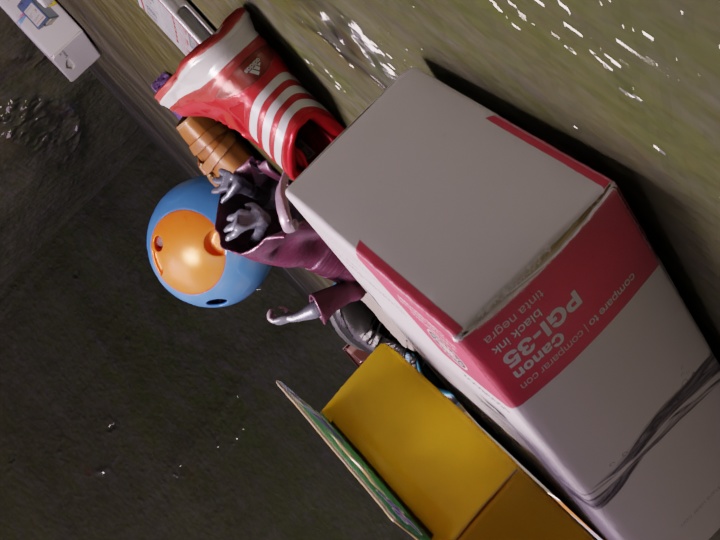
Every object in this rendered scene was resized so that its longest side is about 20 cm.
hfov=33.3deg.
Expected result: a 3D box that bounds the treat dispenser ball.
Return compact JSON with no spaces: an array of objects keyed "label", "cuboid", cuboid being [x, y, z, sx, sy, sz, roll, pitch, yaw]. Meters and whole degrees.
[{"label":"treat dispenser ball","cuboid":[-0.228,-0.045,1.850,0.201,0.201,0.201,46,175,5]}]

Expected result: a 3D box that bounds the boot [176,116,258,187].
[{"label":"boot","cuboid":[-0.145,-0.115,1.371,0.155,0.074,0.200,53,171,-18]}]

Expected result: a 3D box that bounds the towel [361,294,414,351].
[{"label":"towel","cuboid":[0.000,0.000,1.260,0.200,0.034,0.133,47,174,8]}]

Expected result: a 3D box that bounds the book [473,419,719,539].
[{"label":"book","cuboid":[0.168,0.153,0.717,0.199,0.048,0.134,23,164,44]}]

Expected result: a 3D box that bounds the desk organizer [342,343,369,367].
[{"label":"desk organizer","cuboid":[0.052,0.148,1.767,0.077,0.072,0.200,41,173,30]}]

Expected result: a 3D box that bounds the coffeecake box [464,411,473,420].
[{"label":"coffeecake box","cuboid":[0.141,0.241,1.222,0.154,0.072,0.202,113,137,-77]}]

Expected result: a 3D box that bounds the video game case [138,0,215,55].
[{"label":"video game case","cuboid":[-0.115,-0.167,1.001,0.200,0.017,0.143,48,175,-4]}]

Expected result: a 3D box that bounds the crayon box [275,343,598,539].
[{"label":"crayon box","cuboid":[0.061,0.113,0.569,0.200,0.052,0.126,44,178,-35]}]

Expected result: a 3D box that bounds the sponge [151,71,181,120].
[{"label":"sponge","cuboid":[-0.186,-0.165,1.551,0.200,0.030,0.111,49,175,-26]}]

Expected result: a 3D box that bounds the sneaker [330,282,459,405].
[{"label":"sneaker","cuboid":[0.047,0.079,1.366,0.200,0.073,0.082,42,159,-11]}]

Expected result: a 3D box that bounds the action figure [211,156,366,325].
[{"label":"action figure","cuboid":[-0.029,-0.031,1.035,0.199,0.135,0.148,28,145,-30]}]

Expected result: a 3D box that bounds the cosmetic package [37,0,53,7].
[{"label":"cosmetic package","cuboid":[-0.341,-0.346,1.199,0.102,0.074,0.200,46,176,2]}]

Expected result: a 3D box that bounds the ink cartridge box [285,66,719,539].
[{"label":"ink cartridge box","cuboid":[0.077,0.027,0.522,0.200,0.083,0.146,50,174,-39]}]

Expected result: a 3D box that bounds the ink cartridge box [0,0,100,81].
[{"label":"ink cartridge box","cuboid":[-0.615,-0.482,2.349,0.200,0.087,0.145,48,176,10]}]

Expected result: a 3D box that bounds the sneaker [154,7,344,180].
[{"label":"sneaker","cuboid":[-0.076,-0.105,0.835,0.116,0.078,0.200,49,176,-9]}]
